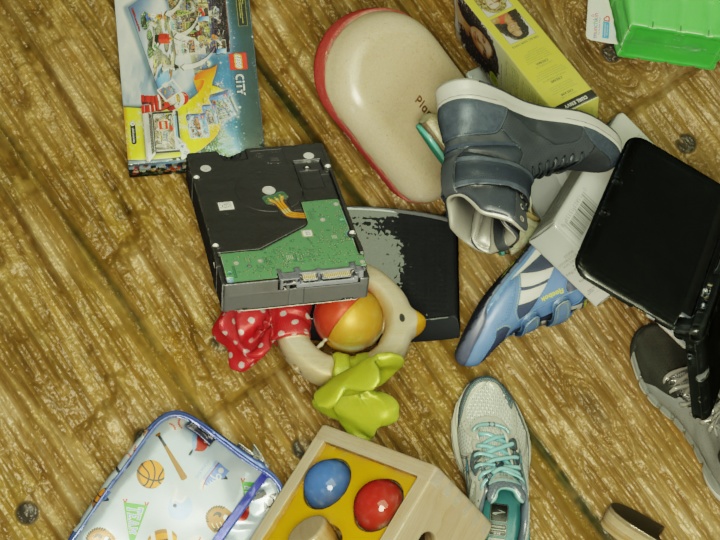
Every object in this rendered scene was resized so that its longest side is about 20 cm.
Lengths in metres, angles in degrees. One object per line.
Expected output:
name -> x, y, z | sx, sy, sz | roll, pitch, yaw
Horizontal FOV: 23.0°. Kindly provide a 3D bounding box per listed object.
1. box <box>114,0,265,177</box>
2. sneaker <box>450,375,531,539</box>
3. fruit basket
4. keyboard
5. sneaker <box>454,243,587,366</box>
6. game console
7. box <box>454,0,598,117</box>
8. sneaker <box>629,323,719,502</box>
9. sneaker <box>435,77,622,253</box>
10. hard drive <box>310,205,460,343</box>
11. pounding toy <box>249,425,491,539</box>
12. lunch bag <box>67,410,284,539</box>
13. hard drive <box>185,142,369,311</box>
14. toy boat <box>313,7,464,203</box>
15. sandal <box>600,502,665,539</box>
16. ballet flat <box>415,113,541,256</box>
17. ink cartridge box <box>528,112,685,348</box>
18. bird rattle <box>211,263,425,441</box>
box -> -0.171, -0.197, 1.759 | 0.135, 0.038, 0.202 | -4, 74, -7
sneaker -> 0.132, 0.193, 1.647 | 0.077, 0.086, 0.202 | -3, 74, -7
fruit basket -> 0.323, -0.305, 1.829 | 0.183, 0.094, 0.202 | 7, 57, -4
keyboard -> 0.173, -0.123, 1.788 | 0.056, 0.011, 0.201 | -24, 77, -7
sneaker -> 0.171, 0.026, 1.709 | 0.082, 0.074, 0.200 | 44, 78, 0
game console -> 0.285, 0.006, 1.635 | 0.115, 0.177, 0.201 | 7, 44, 24
box -> 0.160, -0.202, 1.742 | 0.050, 0.076, 0.201 | -25, 55, -13
sneaker -> 0.334, 0.125, 1.672 | 0.075, 0.116, 0.201 | -31, 79, -14
sneaker -> 0.155, -0.079, 1.609 | 0.201, 0.077, 0.148 | 12, 63, -28
hard drive -> 0.000, 0.000, 1.714 | 0.198, 0.042, 0.136 | 2, 73, -5
pounding toy -> -0.012, 0.252, 1.540 | 0.142, 0.183, 0.201 | 47, 68, -38
lunch bag -> -0.163, 0.235, 1.612 | 0.160, 0.076, 0.201 | 36, 74, 3
hard drive -> -0.080, -0.043, 1.650 | 0.138, 0.038, 0.201 | -6, 40, -14
toy boat -> 0.023, -0.165, 1.729 | 0.131, 0.130, 0.200 | -53, 127, -17
sandal -> 0.308, 0.302, 1.655 | 0.211, 0.078, 0.070 | 32, 104, 11
ballet flat -> 0.116, -0.094, 1.691 | 0.062, 0.200, 0.068 | -37, 44, -1
ink cartridge box -> 0.269, -0.034, 1.710 | 0.174, 0.043, 0.200 | 44, 45, -7
bird rattle -> -0.032, 0.060, 1.641 | 0.199, 0.113, 0.163 | 35, 60, 24
